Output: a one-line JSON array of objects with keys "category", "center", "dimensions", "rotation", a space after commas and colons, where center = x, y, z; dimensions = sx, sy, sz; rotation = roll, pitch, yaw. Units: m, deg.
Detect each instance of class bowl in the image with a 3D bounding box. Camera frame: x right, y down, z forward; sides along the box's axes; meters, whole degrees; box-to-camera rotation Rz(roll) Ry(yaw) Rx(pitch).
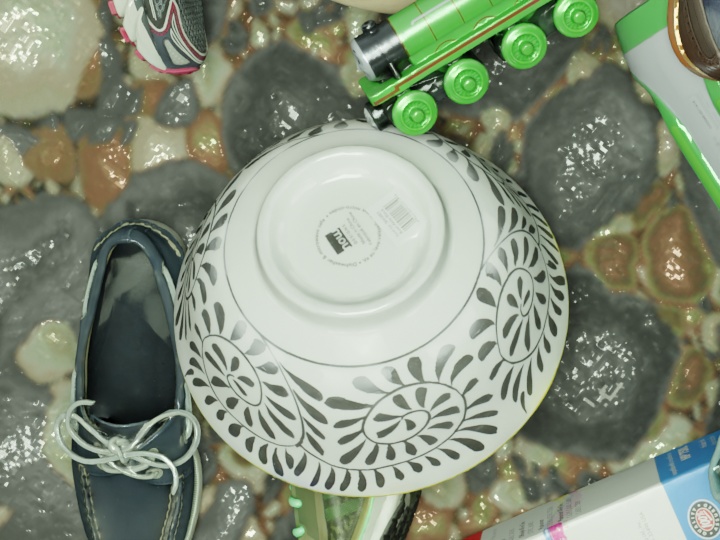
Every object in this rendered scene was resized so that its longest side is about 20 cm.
[{"category": "bowl", "center": [0.000, 0.000, 0.904], "dimensions": [0.201, 0.094, 0.201], "rotation": [-2, 67, 5]}]

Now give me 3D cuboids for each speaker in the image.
[{"category": "speaker", "center": [0.208, -0.056, 0.921], "dimensions": [0.088, 0.088, 0.200], "rotation": [-33, 91, 9]}]

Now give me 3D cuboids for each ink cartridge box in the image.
[{"category": "ink cartridge box", "center": [0.119, 0.176, 0.963], "dimensions": [0.200, 0.067, 0.116], "rotation": [-24, 94, 8]}]

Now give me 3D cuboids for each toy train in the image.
[{"category": "toy train", "center": [0.082, -0.133, 0.890], "dimensions": [0.200, 0.042, 0.056], "rotation": [-31, 117, 1]}]

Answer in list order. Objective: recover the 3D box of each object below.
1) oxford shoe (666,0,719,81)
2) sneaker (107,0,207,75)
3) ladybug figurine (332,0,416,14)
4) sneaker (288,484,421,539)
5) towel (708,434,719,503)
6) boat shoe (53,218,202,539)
[{"category": "oxford shoe", "center": [0.176, -0.182, 0.829], "dimensions": [0.071, 0.073, 0.200], "rotation": [1, 98, 3]}, {"category": "sneaker", "center": [-0.089, -0.197, 0.938], "dimensions": [0.075, 0.081, 0.200], "rotation": [2, 103, 7]}, {"category": "ladybug figurine", "center": [0.041, -0.197, 0.928], "dimensions": [0.200, 0.072, 0.136], "rotation": [-6, 104, 3]}, {"category": "sneaker", "center": [-0.014, 0.104, 0.978], "dimensions": [0.089, 0.077, 0.200], "rotation": [22, 91, 14]}, {"category": "towel", "center": [0.275, 0.045, 0.876], "dimensions": [0.171, 0.048, 0.200], "rotation": [15, 120, -33]}, {"category": "boat shoe", "center": [-0.118, 0.074, 0.984], "dimensions": [0.075, 0.062, 0.200], "rotation": [7, 97, 4]}]
